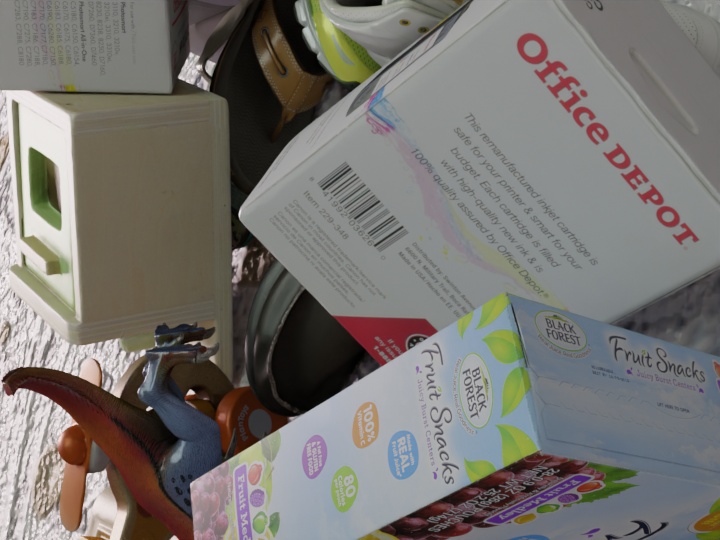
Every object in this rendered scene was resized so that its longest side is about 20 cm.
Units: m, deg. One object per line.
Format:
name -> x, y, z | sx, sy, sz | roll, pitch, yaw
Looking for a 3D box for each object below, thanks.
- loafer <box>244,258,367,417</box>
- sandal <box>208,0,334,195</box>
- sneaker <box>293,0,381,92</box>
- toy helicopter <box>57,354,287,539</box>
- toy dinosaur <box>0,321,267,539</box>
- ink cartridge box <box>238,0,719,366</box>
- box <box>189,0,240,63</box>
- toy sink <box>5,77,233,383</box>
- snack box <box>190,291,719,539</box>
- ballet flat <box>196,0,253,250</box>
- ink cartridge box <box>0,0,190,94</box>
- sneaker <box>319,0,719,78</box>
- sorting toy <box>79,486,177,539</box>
loafer -> 0.000, 0.000, 0.734 | 0.071, 0.073, 0.201 | 41, 107, 53
sandal -> -0.038, -0.145, 0.848 | 0.054, 0.081, 0.202 | 18, 83, 54
sneaker -> 0.016, -0.205, 0.803 | 0.090, 0.078, 0.202 | -9, 70, 42
toy helicopter -> -0.133, 0.139, 0.775 | 0.079, 0.132, 0.202 | -12, 55, 48
toy dinosaur -> -0.093, 0.124, 0.719 | 0.105, 0.198, 0.184 | -162, 67, -66
ink cartridge box -> 0.064, -0.040, 0.600 | 0.199, 0.148, 0.086 | -33, 16, 37
box -> -0.122, -0.275, 0.925 | 0.200, 0.175, 0.097 | -50, 41, 24
toy sink -> -0.162, -0.022, 0.857 | 0.130, 0.111, 0.202 | 30, 124, 53
snack box -> 0.053, 0.094, 0.549 | 0.199, 0.168, 0.068 | -33, 54, 38
ballet flat -> -0.086, -0.117, 0.897 | 0.069, 0.071, 0.202 | 15, 87, 52
ink cartridge box -> -0.172, -0.159, 0.836 | 0.115, 0.198, 0.069 | -92, 3, -67
sneaker -> 0.071, -0.118, 0.636 | 0.199, 0.115, 0.074 | 7, 77, 36
sorting toy -> -0.154, 0.252, 0.853 | 0.184, 0.036, 0.202 | 7, 80, 53
